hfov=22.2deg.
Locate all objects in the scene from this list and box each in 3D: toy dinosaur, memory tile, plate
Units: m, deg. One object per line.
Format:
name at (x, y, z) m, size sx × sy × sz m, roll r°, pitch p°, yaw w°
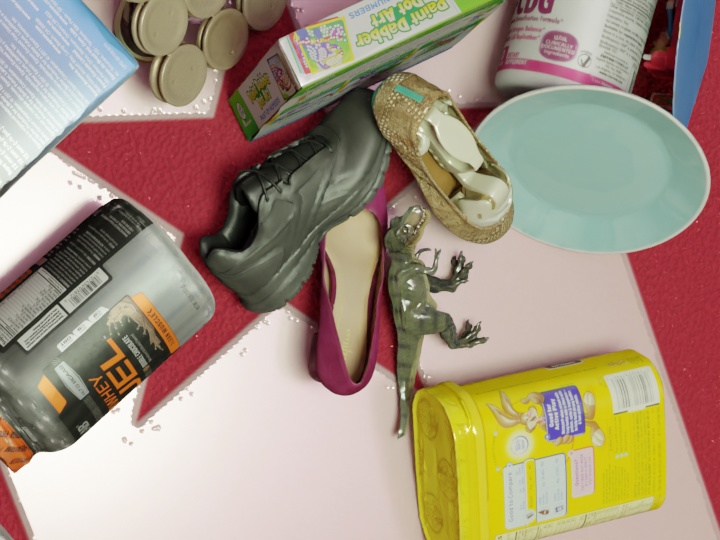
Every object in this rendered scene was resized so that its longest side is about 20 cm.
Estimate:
toy dinosaur at (0.058, 0.034, 1.524) m, size 0.088 × 0.047 × 0.201 m, roll -14°, pitch 112°, yaw -31°
memory tile at (-0.107, -0.236, 1.421) m, size 0.200 × 0.017 × 0.154 m, roll -47°, pitch 138°, yaw -27°
plate at (0.188, -0.087, 1.508) m, size 0.199 × 0.200 × 0.026 m, roll 29°, pitch 51°, yaw -18°

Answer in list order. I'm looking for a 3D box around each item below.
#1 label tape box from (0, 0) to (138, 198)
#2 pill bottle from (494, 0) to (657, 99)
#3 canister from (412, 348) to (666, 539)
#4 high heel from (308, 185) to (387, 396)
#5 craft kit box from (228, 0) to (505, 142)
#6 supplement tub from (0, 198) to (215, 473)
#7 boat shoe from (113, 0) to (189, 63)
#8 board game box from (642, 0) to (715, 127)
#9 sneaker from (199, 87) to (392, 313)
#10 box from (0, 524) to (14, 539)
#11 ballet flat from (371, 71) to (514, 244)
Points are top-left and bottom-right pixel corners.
label tape box at (-0.289, -0.140, 1.390) m, size 0.200 × 0.066 × 0.143 m, roll -44°, pitch 104°, yaw -10°
pill bottle at (0.190, -0.232, 1.529) m, size 0.113 × 0.113 × 0.201 m, roll 18°, pitch 85°, yaw -19°
canister at (0.152, 0.152, 1.533) m, size 0.199 × 0.086 × 0.150 m, roll -10°, pitch 108°, yaw -21°
high heel at (0.000, 0.000, 1.477) m, size 0.067 × 0.096 × 0.202 m, roll 4°, pitch 90°, yaw -19°
craft kit box at (0.009, -0.175, 1.422) m, size 0.199 × 0.197 × 0.049 m, roll -27°, pitch 92°, yaw -17°
supplement tub at (-0.218, 0.051, 1.389) m, size 0.200 × 0.122 × 0.123 m, roll -43°, pitch 104°, yaw -13°
boat shoe at (-0.136, -0.260, 1.438) m, size 0.071 × 0.066 × 0.202 m, roll 21°, pitch 85°, yaw -19°
board game box at (0.264, -0.204, 1.539) m, size 0.201 × 0.039 × 0.159 m, roll -65°, pitch 157°, yaw -43°
sneaker at (-0.050, -0.064, 1.448) m, size 0.091 × 0.076 × 0.201 m, roll 37°, pitch 85°, yaw -41°
box at (-0.345, 0.179, 1.307) m, size 0.176 × 0.200 × 0.097 m, roll 38°, pitch 79°, yaw -15°
ballet flat at (0.079, -0.079, 1.462) m, size 0.071 × 0.065 × 0.200 m, roll -55°, pitch 131°, yaw -11°
